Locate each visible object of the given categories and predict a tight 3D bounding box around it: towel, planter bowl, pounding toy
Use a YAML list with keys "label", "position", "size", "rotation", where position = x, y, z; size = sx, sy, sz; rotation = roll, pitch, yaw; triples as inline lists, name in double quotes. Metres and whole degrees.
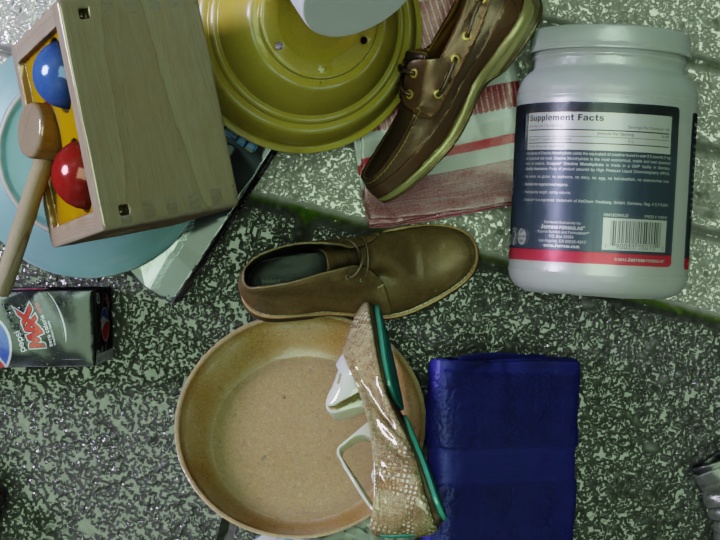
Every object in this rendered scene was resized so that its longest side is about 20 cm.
- label: "towel"
  position: [0.059, -0.143, 1.191]
  size: [0.143, 0.023, 0.201]
  rotation: [-10, 91, 3]
- label: "towel"
  position: [0.107, 0.166, 1.158]
  size: [0.147, 0.049, 0.201]
  rotation: [3, 89, -32]
- label: "planter bowl"
  position: [-0.039, -0.191, 1.120]
  size: [0.199, 0.083, 0.202]
  rotation: [-1, 94, -13]
- label: "pounding toy"
  position: [-0.198, -0.088, 1.063]
  size: [0.142, 0.200, 0.185]
  rotation: [-12, 91, -25]

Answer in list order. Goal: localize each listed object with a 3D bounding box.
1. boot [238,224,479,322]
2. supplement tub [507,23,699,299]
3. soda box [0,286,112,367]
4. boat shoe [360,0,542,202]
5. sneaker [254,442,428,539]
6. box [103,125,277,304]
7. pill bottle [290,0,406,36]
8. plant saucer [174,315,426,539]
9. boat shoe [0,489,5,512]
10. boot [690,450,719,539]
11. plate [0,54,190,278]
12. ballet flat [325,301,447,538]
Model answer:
- label: "boot"
  position: [0.000, 0.000, 1.168]
  size: [0.199, 0.075, 0.074]
  rotation: [-10, 75, -3]
- label: "supplement tub"
  position: [0.188, -0.082, 1.125]
  size: [0.140, 0.140, 0.201]
  rotation: [3, 91, 4]
- label: "soda box"
  position: [-0.308, 0.046, 1.194]
  size: [0.199, 0.071, 0.064]
  rotation: [-1, 92, 4]
- label: "boat shoe"
  position: [0.057, -0.147, 1.132]
  size: [0.067, 0.072, 0.200]
  rotation: [32, 101, -21]
- label: "sneaker"
  position: [0.001, 0.214, 1.164]
  size: [0.200, 0.081, 0.077]
  rotation: [-34, 109, 1]
- label: "box"
  position: [-0.190, -0.092, 1.194]
  size: [0.200, 0.050, 0.158]
  rotation: [34, 93, 2]
- label: "pill bottle"
  position: [-0.043, -0.267, 1.028]
  size: [0.115, 0.116, 0.200]
  rotation: [-34, 62, 4]
- label: "plant saucer"
  position: [-0.047, 0.127, 1.161]
  size: [0.199, 0.036, 0.201]
  rotation: [-1, 57, 1]
- label: "boat shoe"
  position: [-0.381, 0.155, 1.209]
  size: [0.200, 0.074, 0.073]
  rotation: [38, 83, -7]
- label: "boot"
  position: [0.371, 0.196, 1.161]
  size: [0.199, 0.068, 0.131]
  rotation: [-6, 85, 2]
- label: "plate"
  position: [-0.220, -0.093, 1.158]
  size: [0.199, 0.026, 0.201]
  rotation: [0, 93, 3]
- label: "ballet flat"
  position: [0.008, 0.114, 1.109]
  size: [0.065, 0.071, 0.201]
  rotation: [-19, 54, 3]
